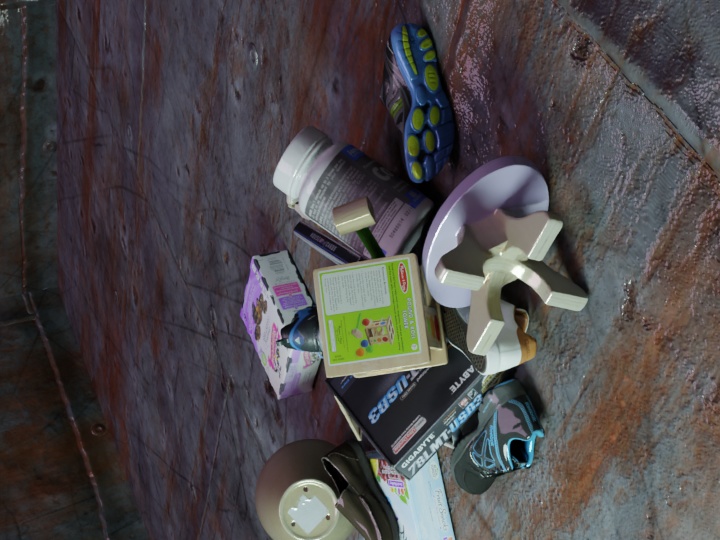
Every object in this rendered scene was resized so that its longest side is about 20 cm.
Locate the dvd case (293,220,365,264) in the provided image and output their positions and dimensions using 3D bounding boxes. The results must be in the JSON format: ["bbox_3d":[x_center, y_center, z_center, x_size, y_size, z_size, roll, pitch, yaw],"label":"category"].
[{"bbox_3d":[0.000,0.000,1.560,0.025,0.150,0.200,-54,33,-2],"label":"dvd case"}]

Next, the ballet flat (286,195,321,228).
[{"bbox_3d":[-0.085,-0.116,1.759,0.200,0.062,0.070,35,131,56],"label":"ballet flat"}]

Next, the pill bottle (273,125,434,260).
[{"bbox_3d":[-0.011,-0.098,1.457,0.199,0.114,0.114,35,142,8],"label":"pill bottle"}]

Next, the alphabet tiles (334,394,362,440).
[{"bbox_3d":[-0.008,0.125,1.615,0.168,0.007,0.203,67,-156,-58],"label":"alphabet tiles"}]

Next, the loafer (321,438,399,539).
[{"bbox_3d":[-0.005,0.350,1.628,0.201,0.070,0.073,63,150,30],"label":"loafer"}]

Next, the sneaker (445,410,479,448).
[{"bbox_3d":[0.101,0.190,1.492,0.199,0.070,0.074,8,108,63],"label":"sneaker"}]

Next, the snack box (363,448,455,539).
[{"bbox_3d":[0.061,0.358,1.654,0.200,0.067,0.171,-13,88,66],"label":"snack box"}]

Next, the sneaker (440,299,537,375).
[{"bbox_3d":[0.152,0.061,1.332,0.200,0.083,0.074,-122,26,-57],"label":"sneaker"}]

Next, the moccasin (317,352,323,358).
[{"bbox_3d":[-0.048,0.085,1.762,0.080,0.067,0.202,46,140,49],"label":"moccasin"}]

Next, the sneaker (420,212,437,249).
[{"bbox_3d":[0.110,-0.039,1.360,0.199,0.081,0.078,3,104,66],"label":"sneaker"}]

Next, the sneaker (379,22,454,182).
[{"bbox_3d":[0.069,-0.210,1.400,0.083,0.070,0.203,151,110,-69],"label":"sneaker"}]

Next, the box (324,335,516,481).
[{"bbox_3d":[0.071,0.133,1.415,0.050,0.200,0.199,41,-176,-40],"label":"box"}]

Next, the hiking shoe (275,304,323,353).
[{"bbox_3d":[-0.058,0.069,1.610,0.200,0.085,0.076,-35,-56,-75],"label":"hiking shoe"}]

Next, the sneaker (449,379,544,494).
[{"bbox_3d":[0.168,0.228,1.368,0.082,0.072,0.201,57,148,35],"label":"sneaker"}]

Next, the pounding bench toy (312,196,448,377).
[{"bbox_3d":[0.024,0.021,1.329,0.156,0.122,0.203,19,-118,-76],"label":"pounding bench toy"}]

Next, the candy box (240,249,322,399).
[{"bbox_3d":[-0.139,0.096,1.953,0.201,0.071,0.169,61,150,33],"label":"candy box"}]

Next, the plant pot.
[{"bbox_3d":[-0.080,0.370,1.745,0.200,0.185,0.190,120,136,-84],"label":"plant pot"}]

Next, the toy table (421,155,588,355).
[{"bbox_3d":[0.151,-0.011,1.205,0.118,0.181,0.202,-109,27,-50],"label":"toy table"}]

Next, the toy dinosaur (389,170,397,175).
[{"bbox_3d":[0.020,-0.082,1.565,0.202,0.076,0.102,63,160,3],"label":"toy dinosaur"}]
